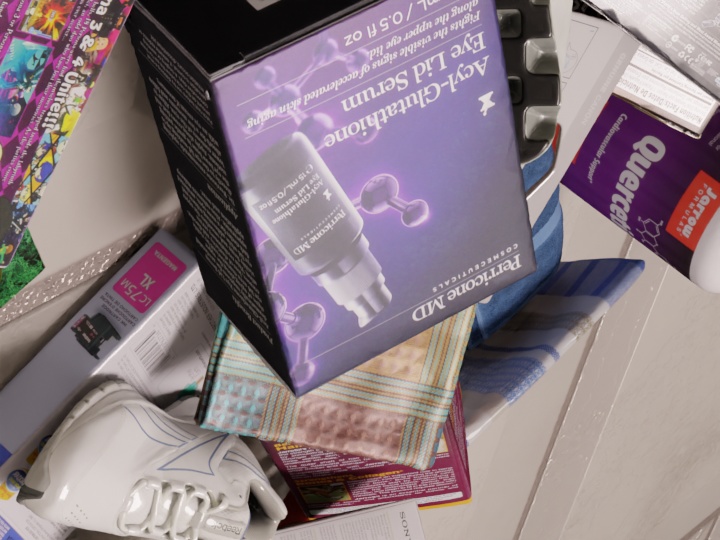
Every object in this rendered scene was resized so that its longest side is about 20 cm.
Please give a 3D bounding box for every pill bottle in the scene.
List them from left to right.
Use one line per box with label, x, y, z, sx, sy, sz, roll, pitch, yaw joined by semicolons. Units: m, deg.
pill bottle;0.217;-0.063;1.393;0.112;0.200;0.113;-39;153;-25

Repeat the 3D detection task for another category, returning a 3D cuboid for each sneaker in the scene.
sneaker;-0.103;0.110;1.123;0.075;0.087;0.200;-57;156;15
sneaker;0.077;-0.162;1.091;0.089;0.074;0.201;-64;160;-68

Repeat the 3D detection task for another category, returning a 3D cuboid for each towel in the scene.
towel;0.000;0.000;1.139;0.146;0.022;0.201;12;96;-20
towel;0.089;-0.025;1.400;0.112;0.049;0.200;-41;154;-13
towel;0.095;0.058;1.471;0.200;0.024;0.147;-42;-166;-18

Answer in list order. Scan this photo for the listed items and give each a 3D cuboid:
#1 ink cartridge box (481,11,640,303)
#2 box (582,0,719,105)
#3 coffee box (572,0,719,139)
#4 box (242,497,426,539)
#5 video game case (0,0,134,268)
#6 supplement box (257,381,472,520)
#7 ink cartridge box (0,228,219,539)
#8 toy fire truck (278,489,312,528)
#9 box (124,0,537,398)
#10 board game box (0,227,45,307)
ink cartridge box;0.049;-0.078;1.219;0.176;0.045;0.201;7;120;-45
box;0.201;-0.192;1.177;0.200;0.049;0.161;30;108;-30
coffee box;0.209;-0.197;1.277;0.080;0.113;0.201;23;111;-20
box;-0.080;0.176;1.254;0.199;0.037;0.144;-8;172;-31
video game case;-0.167;-0.102;0.829;0.181;0.036;0.201;9;112;-55
supplement box;0.004;0.083;1.287;0.110;0.086;0.200;-8;159;4
ink cartridge box;-0.151;0.080;1.147;0.200;0.042;0.119;-49;157;-13
toy fire truck;-0.031;0.195;1.463;0.200;0.112;0.169;71;37;-63
box;-0.011;-0.065;1.016;0.147;0.104;0.201;-28;132;-15
board game box;-0.204;-0.023;0.935;0.105;0.023;0.200;-46;155;-18
